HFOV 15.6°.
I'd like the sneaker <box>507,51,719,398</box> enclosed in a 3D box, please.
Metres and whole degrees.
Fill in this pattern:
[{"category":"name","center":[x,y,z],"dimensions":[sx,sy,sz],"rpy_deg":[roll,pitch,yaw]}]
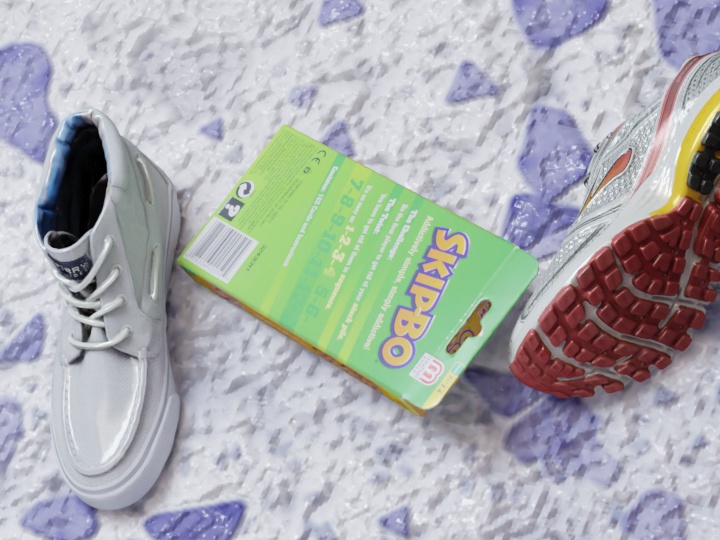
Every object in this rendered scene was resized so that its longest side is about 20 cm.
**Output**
[{"category":"sneaker","center":[0.142,-0.022,1.293],"dimensions":[0.200,0.078,0.082],"rpy_deg":[-50,31,-3]}]

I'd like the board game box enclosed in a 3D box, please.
[{"category":"board game box","center":[0.000,0.000,1.337],"dimensions":[0.200,0.030,0.096],"rpy_deg":[29,77,44]}]

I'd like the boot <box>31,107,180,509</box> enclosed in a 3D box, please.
[{"category":"boot","center":[-0.141,0.017,1.361],"dimensions":[0.073,0.096,0.200],"rpy_deg":[-10,61,17]}]
